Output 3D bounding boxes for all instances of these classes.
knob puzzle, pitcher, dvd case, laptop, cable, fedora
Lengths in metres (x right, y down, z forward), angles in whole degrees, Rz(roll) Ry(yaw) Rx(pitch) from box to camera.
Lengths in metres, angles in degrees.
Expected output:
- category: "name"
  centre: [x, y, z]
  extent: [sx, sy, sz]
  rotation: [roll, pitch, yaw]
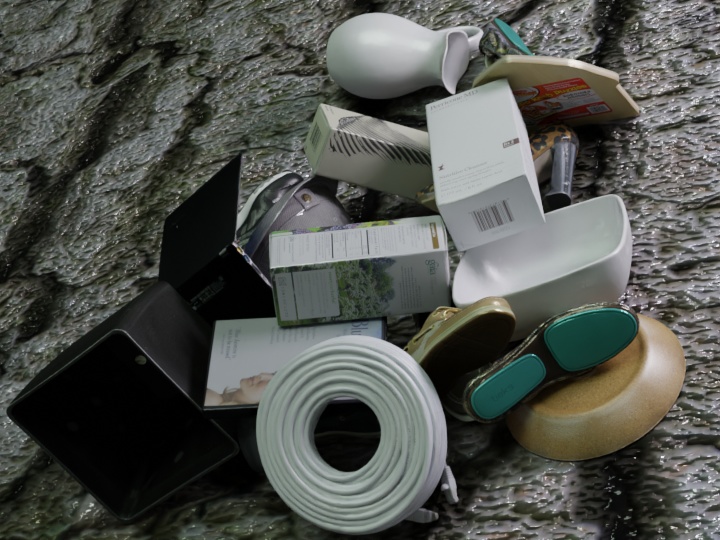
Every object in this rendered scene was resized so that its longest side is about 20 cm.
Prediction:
- category: "knob puzzle"
  centre: [0.224, -0.227, 1.770]
  extent: [0.218, 0.219, 0.031]
  rotation: [-7, 70, 31]
- category: "pitcher"
  centre: [0.067, -0.316, 2.080]
  extent: [0.198, 0.122, 0.172]
  rotation: [6, 28, 28]
- category: "dvd case"
  centre: [-0.069, 0.102, 1.571]
  extent: [0.198, 0.018, 0.143]
  rotation: [-3, 40, 4]
- category: "laptop"
  centre: [-0.159, 0.000, 1.758]
  extent: [0.187, 0.200, 0.116]
  rotation: [-35, 8, 44]
- category: "cable"
  centre: [-0.011, 0.168, 1.463]
  extent: [0.198, 0.202, 0.069]
  rotation: [-10, -3, 15]
- category: "fedora"
  centre: [-0.059, -0.028, 1.807]
  extent: [0.090, 0.178, 0.200]
  rotation: [36, 32, 19]

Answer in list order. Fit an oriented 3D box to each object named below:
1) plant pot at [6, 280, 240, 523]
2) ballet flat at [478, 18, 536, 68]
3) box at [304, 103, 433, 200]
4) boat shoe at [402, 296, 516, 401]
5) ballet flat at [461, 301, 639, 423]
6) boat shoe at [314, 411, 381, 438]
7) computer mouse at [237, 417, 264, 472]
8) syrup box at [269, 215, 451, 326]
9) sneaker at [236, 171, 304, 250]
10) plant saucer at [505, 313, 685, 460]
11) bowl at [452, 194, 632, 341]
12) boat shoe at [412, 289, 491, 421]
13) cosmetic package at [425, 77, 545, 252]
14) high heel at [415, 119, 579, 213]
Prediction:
- category: "plant pot"
  centre: [-0.254, 0.133, 1.680]
  extent: [0.199, 0.200, 0.178]
  rotation: [-34, 21, 26]
- category: "ballet flat"
  centre: [0.213, -0.276, 1.960]
  extent: [0.072, 0.072, 0.201]
  rotation: [-32, 35, 0]
- category: "box"
  centre: [0.035, -0.142, 1.811]
  extent: [0.082, 0.198, 0.069]
  rotation: [-114, 41, -57]
- category: "boat shoe"
  centre: [0.089, 0.073, 1.495]
  extent: [0.200, 0.073, 0.067]
  rotation: [-44, 39, 44]
- category: "ballet flat"
  centre: [0.189, 0.086, 1.478]
  extent: [0.199, 0.068, 0.075]
  rotation: [-31, 9, 4]
- category: "boat shoe"
  centre: [-0.044, 0.152, 1.631]
  extent: [0.198, 0.062, 0.075]
  rotation: [-4, 45, 36]
- category: "computer mouse"
  centre: [-0.096, 0.134, 1.606]
  extent: [0.138, 0.053, 0.201]
  rotation: [-26, 34, 30]
- category: "syrup box"
  centre: [0.000, 0.000, 1.612]
  extent: [0.198, 0.079, 0.082]
  rotation: [-6, 32, 0]
- category: "sneaker"
  centre: [-0.131, -0.043, 1.939]
  extent: [0.087, 0.076, 0.200]
  rotation: [33, 73, 37]
- category: "plant saucer"
  centre: [0.235, 0.107, 1.495]
  extent: [0.199, 0.036, 0.201]
  rotation: [-21, 36, 16]
- category: "bowl"
  centre: [0.207, 0.005, 1.574]
  extent: [0.198, 0.075, 0.200]
  rotation: [-19, 18, 17]
- category: "boat shoe"
  centre: [0.100, 0.086, 1.601]
  extent: [0.072, 0.061, 0.202]
  rotation: [-27, 35, 7]
- category: "cosmetic package"
  centre: [0.143, -0.126, 1.679]
  extent: [0.112, 0.081, 0.201]
  rotation: [-19, 39, 11]
- category: "high heel"
  centre: [0.171, -0.128, 1.791]
  extent: [0.198, 0.072, 0.143]
  rotation: [-2, 46, 16]
